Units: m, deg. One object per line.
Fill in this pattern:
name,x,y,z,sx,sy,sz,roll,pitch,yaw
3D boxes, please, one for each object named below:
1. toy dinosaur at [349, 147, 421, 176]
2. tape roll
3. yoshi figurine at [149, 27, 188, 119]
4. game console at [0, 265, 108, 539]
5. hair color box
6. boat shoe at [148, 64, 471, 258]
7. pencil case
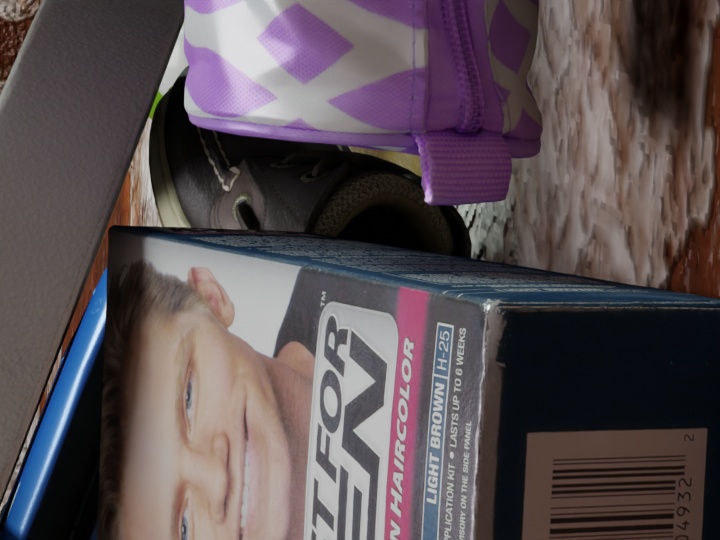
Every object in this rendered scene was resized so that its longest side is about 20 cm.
toy dinosaur,0.003,-0.067,0.890,0.200,0.058,0.101,94,156,-43
tape roll,-0.096,0.012,0.784,0.203,0.037,0.203,-158,90,-85
yoshi figurine,-0.061,-0.127,1.100,0.112,0.112,0.200,-72,-14,-66
game console,-0.061,0.117,0.858,0.171,0.118,0.200,130,160,-70
hair color box,0.004,0.046,0.647,0.200,0.060,0.100,10,98,64
boat shoe,0.000,0.000,0.795,0.065,0.073,0.200,-61,41,33
pencil case,0.008,-0.120,0.613,0.085,0.084,0.201,15,107,48
